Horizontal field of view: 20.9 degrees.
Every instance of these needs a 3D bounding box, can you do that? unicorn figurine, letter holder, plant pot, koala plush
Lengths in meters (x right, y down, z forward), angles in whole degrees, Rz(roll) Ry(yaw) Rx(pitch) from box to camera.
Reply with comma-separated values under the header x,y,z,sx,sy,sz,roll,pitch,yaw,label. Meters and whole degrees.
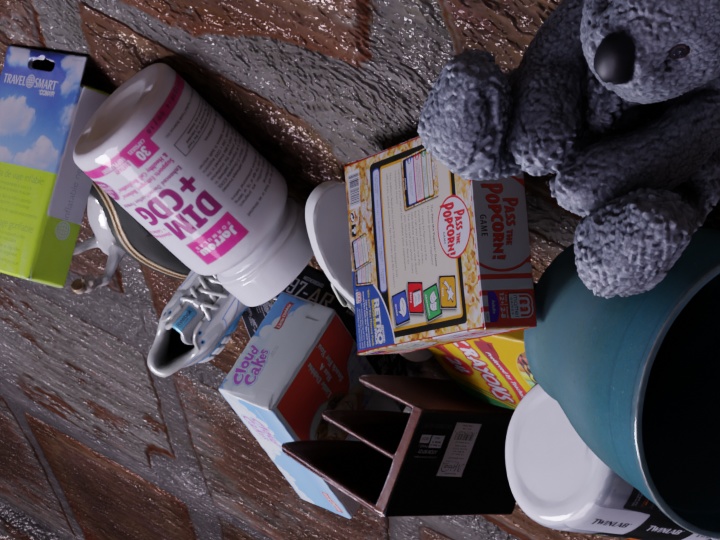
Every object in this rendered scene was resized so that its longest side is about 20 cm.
x,y,z,sx,sy,sz,roll,pitch,yaw,label
-0.246,-0.047,1.860,0.074,0.137,0.200,36,146,20,unicorn figurine
0.046,0.144,1.741,0.142,0.101,0.200,27,-169,37,letter holder
0.215,0.056,1.338,0.200,0.200,0.188,47,170,-31,plant pot
0.162,-0.128,1.088,0.177,0.184,0.200,39,140,17,koala plush

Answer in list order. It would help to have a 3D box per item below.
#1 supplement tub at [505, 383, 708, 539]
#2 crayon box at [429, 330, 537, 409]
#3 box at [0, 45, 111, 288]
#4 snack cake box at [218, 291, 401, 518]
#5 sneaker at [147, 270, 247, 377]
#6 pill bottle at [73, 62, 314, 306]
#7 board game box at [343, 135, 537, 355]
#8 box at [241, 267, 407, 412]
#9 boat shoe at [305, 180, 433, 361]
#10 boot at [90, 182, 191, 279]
x,y,z,sx,sy,sz,roll,pitch,yaw,label
0.220,0.150,1.527,0.200,0.123,0.122,13,174,-39,supplement tub
0.143,0.070,1.619,0.200,0.051,0.127,10,149,45,crayon box
-0.291,-0.094,1.736,0.122,0.200,0.048,13,176,42,box
-0.040,0.128,1.808,0.067,0.115,0.200,18,153,35,snack cake box
-0.136,0.026,1.787,0.075,0.087,0.200,36,122,9,sneaker
-0.133,-0.068,1.637,0.200,0.113,0.113,43,157,-22,pill bottle
0.054,-0.021,1.438,0.046,0.152,0.200,-2,174,-26,board game box
-0.038,0.066,1.892,0.160,0.044,0.200,24,157,21,box
0.000,0.000,1.657,0.064,0.071,0.200,25,153,50,boat shoe
-0.170,-0.062,1.770,0.138,0.078,0.200,2,145,45,boot
